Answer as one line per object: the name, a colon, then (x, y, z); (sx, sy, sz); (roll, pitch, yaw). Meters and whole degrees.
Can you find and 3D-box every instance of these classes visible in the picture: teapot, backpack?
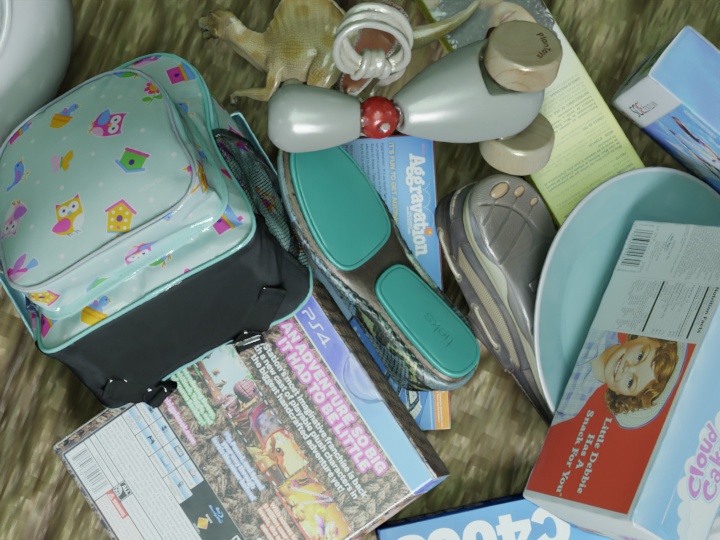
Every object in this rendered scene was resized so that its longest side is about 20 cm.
teapot: (-0.279, -0.166, 1.525); (0.196, 0.146, 0.202); (4, 87, -2)
backpack: (-0.144, -0.040, 1.481); (0.175, 0.201, 0.153); (-31, 132, 11)

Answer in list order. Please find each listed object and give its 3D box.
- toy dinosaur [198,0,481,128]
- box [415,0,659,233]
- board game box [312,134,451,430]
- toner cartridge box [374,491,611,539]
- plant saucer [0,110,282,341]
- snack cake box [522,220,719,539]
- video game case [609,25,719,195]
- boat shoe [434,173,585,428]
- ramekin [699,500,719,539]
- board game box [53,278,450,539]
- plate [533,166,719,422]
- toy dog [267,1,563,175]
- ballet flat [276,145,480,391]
toy dinosaur: (-0.020, -0.136, 1.557); (0.198, 0.058, 0.102); (2, 107, 16)
box: (0.118, -0.119, 1.584); (0.075, 0.050, 0.201); (-33, 90, -2)
board game box: (0.005, 0.010, 1.591); (0.102, 0.019, 0.202); (-3, 88, 0)
toner cartridge box: (0.116, 0.198, 1.576); (0.198, 0.043, 0.096); (-12, 90, -2)
plant saucer: (-0.148, -0.027, 1.586); (0.199, 0.019, 0.070); (-32, 85, -3)
snack cake box: (0.194, 0.073, 1.483); (0.067, 0.115, 0.201); (31, 78, -32)
video game case: (0.260, -0.069, 1.521); (0.200, 0.181, 0.046); (41, 89, 0)
boat shoe: (0.111, 0.025, 1.569); (0.074, 0.073, 0.201); (-34, 110, -31)
ramekin: (0.267, 0.207, 1.509); (0.104, 0.200, 0.202); (-3, 88, 7)
board game box: (-0.069, 0.125, 1.528); (0.199, 0.097, 0.160); (-34, 83, 4)
plate: (0.187, 0.031, 1.559); (0.199, 0.026, 0.202); (-4, 97, -33)
toy dog: (0.038, -0.125, 1.506); (0.199, 0.097, 0.132); (12, 127, -27)
ballet flat: (0.000, 0.000, 1.547); (0.074, 0.074, 0.201); (-33, 90, -3)
